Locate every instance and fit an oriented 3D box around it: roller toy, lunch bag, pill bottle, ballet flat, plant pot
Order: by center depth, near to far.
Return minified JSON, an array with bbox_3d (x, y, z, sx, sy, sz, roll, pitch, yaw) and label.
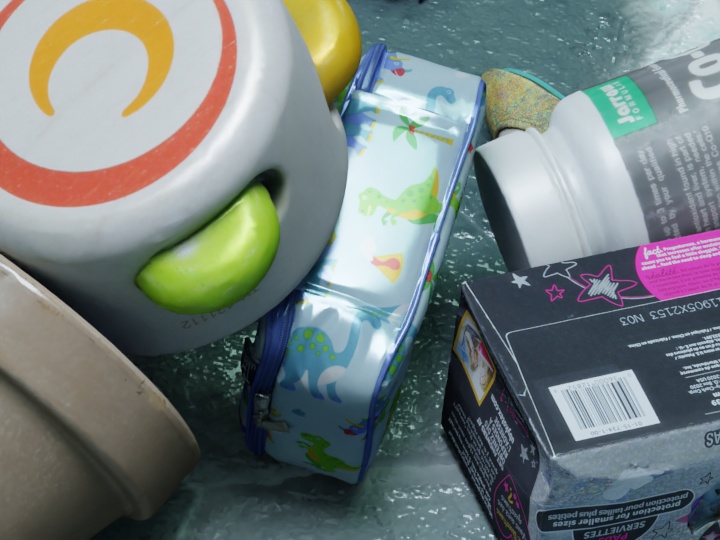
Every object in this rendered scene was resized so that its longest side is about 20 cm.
[{"bbox_3d":[-0.204,0.093,1.418,0.200,0.200,0.175,32,74,25],"label":"plant pot"},{"bbox_3d":[-0.102,-0.061,1.427,0.181,0.140,0.201,4,64,20],"label":"roller toy"},{"bbox_3d":[0.000,0.000,1.531,0.082,0.161,0.201,18,67,3],"label":"lunch bag"},{"bbox_3d":[0.169,-0.055,1.591,0.199,0.113,0.113,-21,48,-6],"label":"pill bottle"},{"bbox_3d":[0.129,-0.048,1.692,0.200,0.071,0.071,34,50,27],"label":"ballet flat"}]

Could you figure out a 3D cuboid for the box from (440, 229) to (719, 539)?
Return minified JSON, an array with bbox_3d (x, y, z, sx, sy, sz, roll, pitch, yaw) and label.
[{"bbox_3d":[0.159,0.071,1.530,0.199,0.115,0.132,-12,47,-16],"label":"box"}]
